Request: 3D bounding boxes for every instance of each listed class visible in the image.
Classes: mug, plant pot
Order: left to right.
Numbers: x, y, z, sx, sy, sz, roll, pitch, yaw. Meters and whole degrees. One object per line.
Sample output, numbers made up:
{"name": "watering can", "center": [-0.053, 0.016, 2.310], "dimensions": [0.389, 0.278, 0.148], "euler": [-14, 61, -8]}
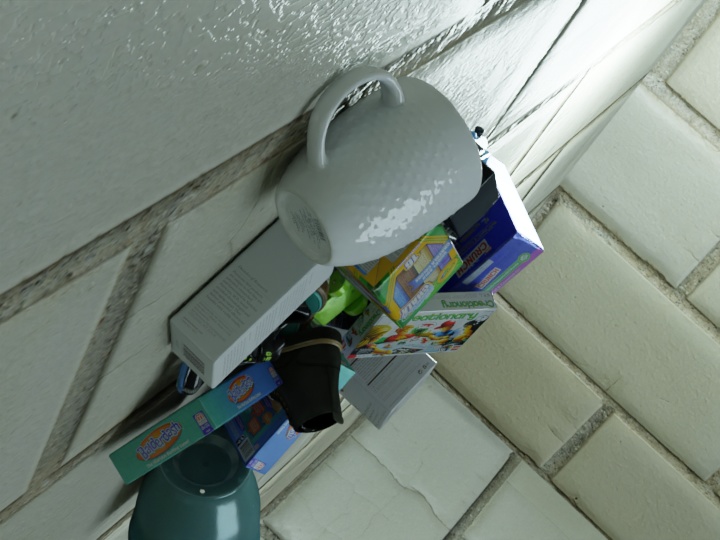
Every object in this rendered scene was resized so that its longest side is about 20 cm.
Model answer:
{"name": "plant pot", "center": [-0.237, 0.334, 1.786], "dimensions": [0.200, 0.200, 0.188], "euler": [-39, 153, -41]}
{"name": "mug", "center": [0.005, -0.106, 1.193], "dimensions": [0.175, 0.148, 0.200], "euler": [-35, 137, -24]}

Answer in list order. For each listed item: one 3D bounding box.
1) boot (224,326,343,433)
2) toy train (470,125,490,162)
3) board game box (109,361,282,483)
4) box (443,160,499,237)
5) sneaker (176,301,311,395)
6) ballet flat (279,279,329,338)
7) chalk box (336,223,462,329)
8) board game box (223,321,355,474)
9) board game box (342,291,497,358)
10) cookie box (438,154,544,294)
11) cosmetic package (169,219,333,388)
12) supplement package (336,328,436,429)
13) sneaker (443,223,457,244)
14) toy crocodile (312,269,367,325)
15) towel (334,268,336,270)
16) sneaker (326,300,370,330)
{"name": "boot", "center": [-0.111, 0.170, 1.635], "dimensions": [0.200, 0.139, 0.077], "euler": [-27, 141, 29]}
{"name": "toy train", "center": [0.132, -0.147, 1.736], "dimensions": [0.114, 0.087, 0.200], "euler": [-60, 169, 22]}
{"name": "board game box", "center": [-0.203, 0.186, 1.534], "dimensions": [0.152, 0.045, 0.200], "euler": [-33, 179, 21]}
{"name": "box", "center": [0.090, -0.122, 1.455], "dimensions": [0.079, 0.141, 0.200], "euler": [-48, 171, 2]}
{"name": "sneaker", "center": [-0.137, 0.082, 1.449], "dimensions": [0.200, 0.083, 0.071], "euler": [-38, 169, -30]}
{"name": "ballet flat", "center": [-0.073, 0.029, 1.609], "dimensions": [0.072, 0.068, 0.200], "euler": [-58, 178, -25]}
{"name": "chalk box", "center": [0.040, -0.019, 1.571], "dimensions": [0.124, 0.124, 0.200], "euler": [-47, 154, -6]}
{"name": "board game box", "center": [-0.114, 0.166, 1.733], "dimensions": [0.200, 0.152, 0.045], "euler": [-49, 132, 11]}
{"name": "board game box", "center": [0.084, 0.078, 1.765], "dimensions": [0.200, 0.035, 0.126], "euler": [-2, 147, -31]}
{"name": "cookie box", "center": [0.167, -0.059, 1.847], "dimensions": [0.075, 0.200, 0.171], "euler": [27, 122, -38]}
{"name": "cosmetic package", "center": [-0.117, 0.028, 1.349], "dimensions": [0.200, 0.071, 0.101], "euler": [-44, 170, -22]}
{"name": "supplement package", "center": [0.004, 0.141, 1.992], "dimensions": [0.120, 0.200, 0.121], "euler": [-45, 170, -20]}
{"name": "sneaker", "center": [0.076, -0.056, 1.825], "dimensions": [0.200, 0.077, 0.080], "euler": [-25, -136, 53]}
{"name": "toy crocodile", "center": [0.000, 0.000, 1.704], "dimensions": [0.200, 0.062, 0.067], "euler": [-44, 135, 8]}
{"name": "towel", "center": [-0.015, -0.025, 1.763], "dimensions": [0.145, 0.024, 0.200], "euler": [-49, 171, 17]}
{"name": "sneaker", "center": [-0.001, 0.043, 1.809], "dimensions": [0.200, 0.076, 0.078], "euler": [-10, -172, -42]}
